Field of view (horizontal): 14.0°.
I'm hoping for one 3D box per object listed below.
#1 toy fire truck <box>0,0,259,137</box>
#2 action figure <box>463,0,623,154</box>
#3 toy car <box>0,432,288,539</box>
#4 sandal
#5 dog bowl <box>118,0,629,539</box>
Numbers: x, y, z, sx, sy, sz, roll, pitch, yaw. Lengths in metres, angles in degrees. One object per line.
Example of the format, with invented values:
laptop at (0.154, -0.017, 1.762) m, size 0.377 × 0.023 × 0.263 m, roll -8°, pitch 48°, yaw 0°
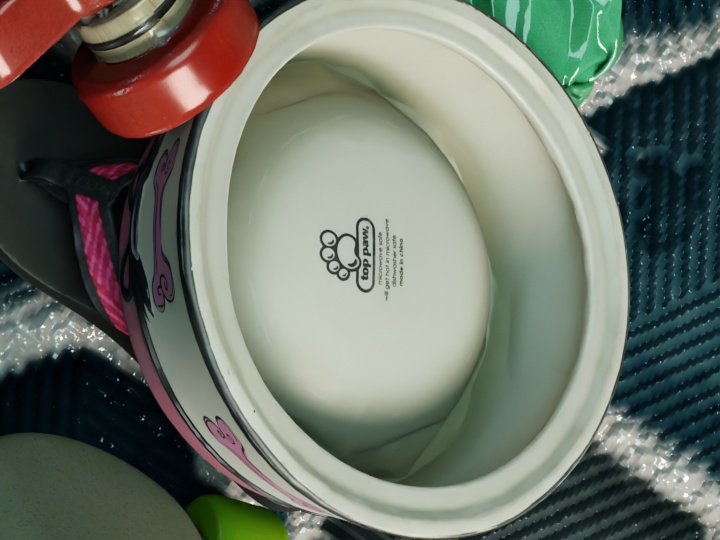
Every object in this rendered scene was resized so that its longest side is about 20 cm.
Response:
toy fire truck at (-0.087, -0.144, 1.021) m, size 0.200 × 0.168 × 0.112 m, roll -45°, pitch 121°, yaw -11°
action figure at (0.062, -0.141, 1.116) m, size 0.118 × 0.055 × 0.200 m, roll -5°, pitch 92°, yaw -17°
toy car at (-0.128, 0.172, 1.040) m, size 0.164 × 0.158 × 0.200 m, roll 19°, pitch 110°, yaw -27°
sandal at (-0.068, 0.002, 1.071) m, size 0.200 × 0.045 × 0.075 m, roll 47°, pitch 66°, yaw -4°
dog bowl at (0.000, 0.000, 1.057) m, size 0.200 × 0.074 × 0.201 m, roll 8°, pitch 77°, yaw -36°
